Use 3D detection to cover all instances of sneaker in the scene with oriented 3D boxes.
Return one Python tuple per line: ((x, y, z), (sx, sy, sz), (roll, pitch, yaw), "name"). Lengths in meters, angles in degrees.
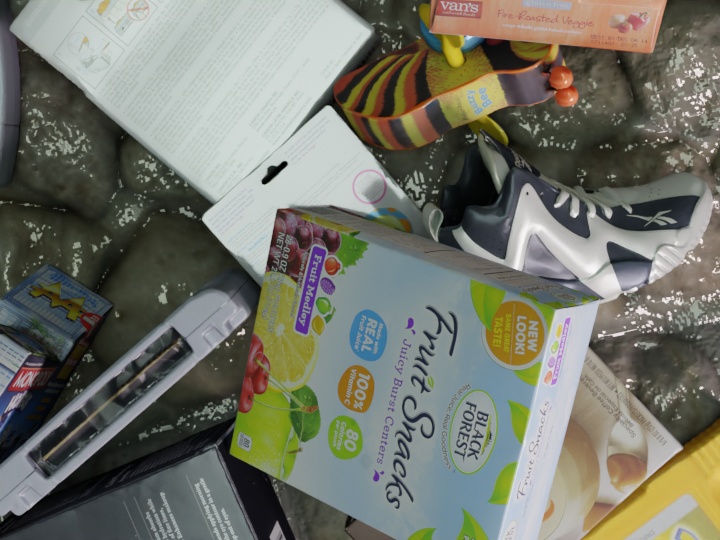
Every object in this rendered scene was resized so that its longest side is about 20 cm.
((0.127, -0.045, 0.746), (0.199, 0.080, 0.130), (-25, 114, -1), "sneaker")

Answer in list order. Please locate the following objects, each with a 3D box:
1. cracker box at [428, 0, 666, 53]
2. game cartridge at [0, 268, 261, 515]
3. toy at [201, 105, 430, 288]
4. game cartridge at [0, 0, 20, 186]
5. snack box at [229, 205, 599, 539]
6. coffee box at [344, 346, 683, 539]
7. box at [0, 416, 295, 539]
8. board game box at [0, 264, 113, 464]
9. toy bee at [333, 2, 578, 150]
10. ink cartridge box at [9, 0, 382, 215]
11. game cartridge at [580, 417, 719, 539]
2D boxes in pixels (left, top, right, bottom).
((0.116, -0.224, 0.713), (0.133, 0.058, 0.201), (7, 51, 3), "cracker box")
((-0.152, 0.075, 0.769), (0.200, 0.133, 0.041), (-41, 90, 4), "game cartridge")
((0.000, 0.000, 0.799), (0.115, 0.047, 0.200), (-41, 96, 1), "toy")
((-0.310, -0.153, 0.813), (0.133, 0.042, 0.201), (-7, 94, 8), "game cartridge")
((0.026, 0.067, 0.704), (0.199, 0.068, 0.169), (19, 105, 31), "snack box")
((0.101, 0.140, 0.785), (0.200, 0.080, 0.114), (-44, 89, 5), "coffee box")
((-0.132, 0.231, 0.794), (0.182, 0.104, 0.201), (-23, 92, 4), "box")
((-0.250, 0.086, 0.768), (0.062, 0.200, 0.200), (31, 81, 0), "board game box")
((0.084, -0.136, 0.742), (0.200, 0.131, 0.109), (-47, 48, 18), "toy bee")
((-0.111, -0.161, 0.796), (0.200, 0.057, 0.163), (40, 95, 5), "ink cartridge box")
((0.233, 0.227, 0.808), (0.200, 0.032, 0.177), (-38, 91, 7), "game cartridge")
